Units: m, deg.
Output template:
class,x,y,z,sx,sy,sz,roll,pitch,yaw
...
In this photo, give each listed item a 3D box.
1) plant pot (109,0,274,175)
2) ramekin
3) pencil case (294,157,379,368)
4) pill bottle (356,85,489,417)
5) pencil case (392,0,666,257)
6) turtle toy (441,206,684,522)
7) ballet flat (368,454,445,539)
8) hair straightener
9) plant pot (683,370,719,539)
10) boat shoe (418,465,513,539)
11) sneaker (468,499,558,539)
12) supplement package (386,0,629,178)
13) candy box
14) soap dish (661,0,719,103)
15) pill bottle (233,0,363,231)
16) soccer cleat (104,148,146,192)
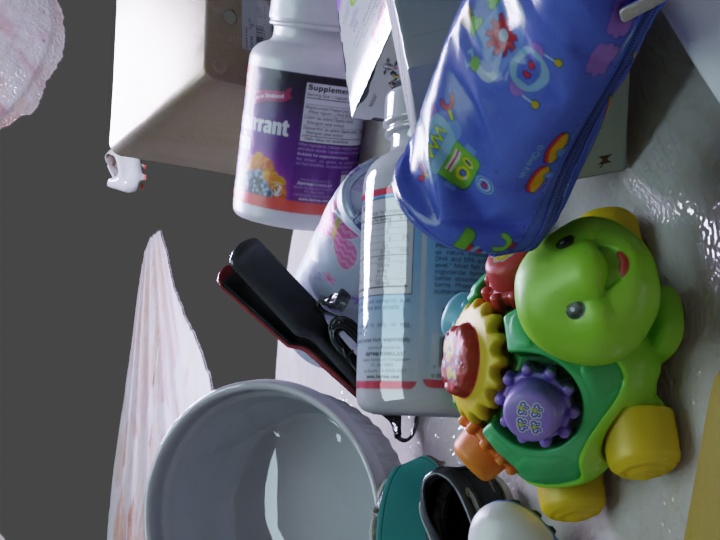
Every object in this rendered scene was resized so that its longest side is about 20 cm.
class,x,y,z,sx,sy,sz,roll,pitch,yaw
plant pot,-0.132,-0.224,1.299,0.176,0.197,0.203,-18,68,57
ramekin,-0.055,0.183,0.946,0.105,0.197,0.204,11,-98,-67
pencil case,0.000,0.000,0.988,0.091,0.083,0.201,43,144,8
pill bottle,0.052,-0.010,0.787,0.109,0.107,0.204,163,111,-70
pencil case,0.079,-0.090,0.524,0.087,0.077,0.201,59,144,30
turtle toy,0.100,0.039,0.641,0.200,0.099,0.148,125,144,-57
ballet flat,0.044,0.228,0.832,0.072,0.071,0.203,123,146,-55
hair straightener,-0.026,0.051,0.953,0.200,0.041,0.077,47,145,8
plant pot,0.169,0.112,0.302,0.176,0.196,0.203,-117,35,-78
boat shoe,0.060,0.216,0.746,0.072,0.062,0.203,-15,63,31
sneaker,0.085,0.226,0.670,0.071,0.072,0.204,-11,78,31
supplement package,0.071,-0.155,0.697,0.118,0.115,0.202,77,-177,-55
candy box,0.039,-0.240,0.941,0.168,0.070,0.203,120,149,-52
soap dish,0.187,-0.158,0.457,0.159,0.080,0.202,-105,27,-45
pill bottle,-0.051,-0.144,1.125,0.111,0.110,0.203,-146,62,-69
soccer cleat,-0.462,-0.237,2.446,0.070,0.076,0.202,115,153,-46
